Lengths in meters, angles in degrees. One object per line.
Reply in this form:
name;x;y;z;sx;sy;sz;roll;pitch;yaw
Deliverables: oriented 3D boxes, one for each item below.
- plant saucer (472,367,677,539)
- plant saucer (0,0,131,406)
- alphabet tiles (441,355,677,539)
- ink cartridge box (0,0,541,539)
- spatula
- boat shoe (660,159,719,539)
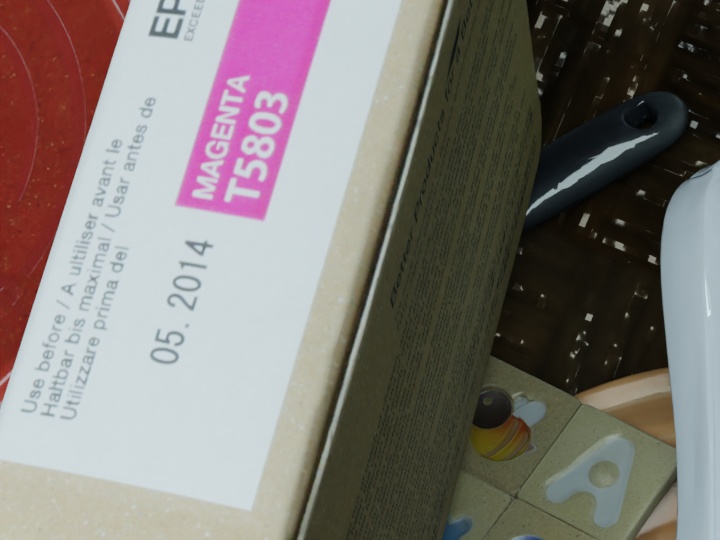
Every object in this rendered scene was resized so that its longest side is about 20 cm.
plant saucer;0.097;0.123;0.784;0.200;0.032;0.201;-1;82;7
plant saucer;-0.117;-0.029;0.729;0.037;0.200;0.200;21;59;44
alphabet tiles;-0.011;0.103;0.764;0.166;0.006;0.200;26;67;30
ink cartridge box;-0.017;0.011;0.705;0.075;0.165;0.200;11;67;13
spatula;0.000;0.000;0.814;0.200;0.021;0.057;-26;53;-4
boat shoe;0.117;0.063;0.730;0.072;0.062;0.200;0;77;-38
